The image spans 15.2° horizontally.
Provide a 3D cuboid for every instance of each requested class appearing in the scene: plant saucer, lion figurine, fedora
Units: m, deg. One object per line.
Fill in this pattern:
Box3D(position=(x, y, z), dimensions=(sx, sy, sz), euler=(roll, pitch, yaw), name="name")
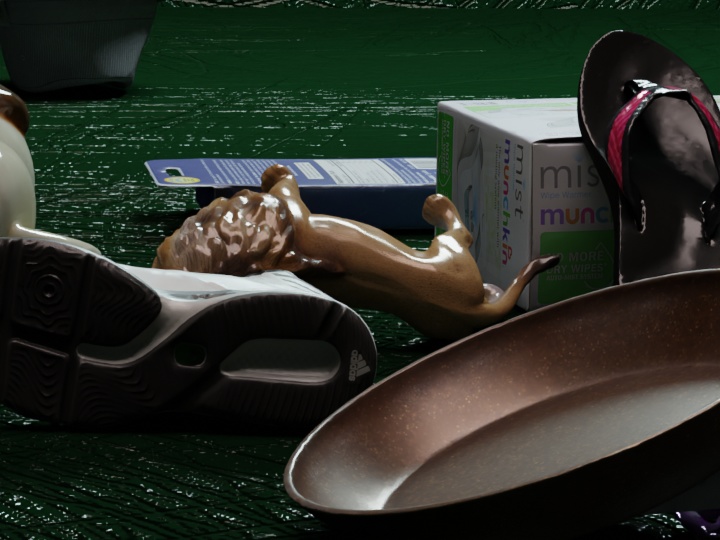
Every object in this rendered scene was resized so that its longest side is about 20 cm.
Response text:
Box3D(position=(0.071, 0.055, 0.962), dimensions=(0.200, 0.037, 0.200), euler=(-19, 12, 4), name="plant saucer")
Box3D(position=(0.000, 0.000, 1.308), dimensions=(0.200, 0.073, 0.122), euler=(5, 18, 0), name="lion figurine")
Box3D(position=(-0.246, -0.201, 2.349), dimensions=(0.177, 0.090, 0.200), euler=(-6, 6, -41), name="fedora")

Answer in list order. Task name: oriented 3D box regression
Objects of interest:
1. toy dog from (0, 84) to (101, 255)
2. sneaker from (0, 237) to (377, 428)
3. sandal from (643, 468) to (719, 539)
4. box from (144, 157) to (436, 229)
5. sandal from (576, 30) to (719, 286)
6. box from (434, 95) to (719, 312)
Box3D(position=(-0.222, -0.047, 1.370), dimensions=(0.194, 0.140, 0.200), euler=(3, 8, 0), name="toy dog")
Box3D(position=(-0.091, 0.030, 1.177), dimensions=(0.200, 0.076, 0.115), euler=(9, 2, 2), name="sneaker")
Box3D(position=(0.147, 0.077, 0.951), dimensions=(0.203, 0.050, 0.082), euler=(-6, 18, 45), name="sandal")
Box3D(position=(-0.031, -0.048, 1.673), dimensions=(0.200, 0.032, 0.121), euler=(1, 10, -9), name="box")
Box3D(position=(0.151, -0.048, 1.325), dimensions=(0.075, 0.045, 0.200), euler=(2, 50, -7), name="sandal")
Box3D(position=(0.159, -0.042, 1.471), dimensions=(0.200, 0.097, 0.176), euler=(-2, 11, -15), name="box")
